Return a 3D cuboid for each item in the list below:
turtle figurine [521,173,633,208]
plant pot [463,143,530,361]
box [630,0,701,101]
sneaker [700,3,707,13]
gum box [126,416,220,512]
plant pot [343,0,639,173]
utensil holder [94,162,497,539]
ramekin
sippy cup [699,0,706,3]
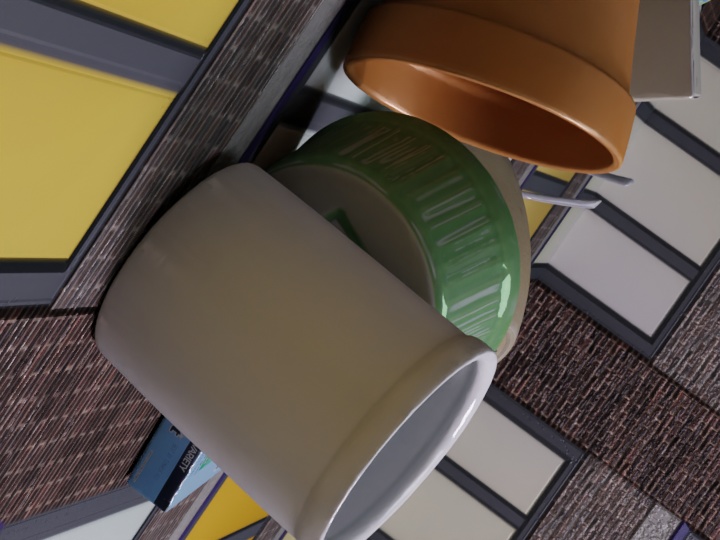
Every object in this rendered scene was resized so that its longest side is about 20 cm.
[{"bbox_3d":[0.110,-0.079,1.824,0.193,0.201,0.144,-31,-159,-7],"label":"turtle figurine"},{"bbox_3d":[0.052,0.013,1.699,0.199,0.135,0.201,-19,153,-10],"label":"plant pot"},{"bbox_3d":[0.151,-0.163,1.631,0.068,0.198,0.083,-14,104,-77],"label":"box"},{"bbox_3d":[0.282,-0.264,2.240,0.201,0.106,0.075,-53,171,-11],"label":"sneaker"},{"bbox_3d":[-0.095,0.090,1.783,0.171,0.044,0.200,-59,169,22],"label":"gum box"},{"bbox_3d":[0.104,-0.166,1.478,0.200,0.199,0.141,61,50,-80],"label":"plant pot"},{"bbox_3d":[-0.043,0.055,1.376,0.170,0.200,0.170,-45,163,-18],"label":"utensil holder"},{"bbox_3d":[0.000,0.000,1.492,0.098,0.200,0.201,-26,152,-55],"label":"ramekin"},{"bbox_3d":[0.238,-0.257,1.712,0.130,0.139,0.179,-36,138,-30],"label":"sippy cup"}]
